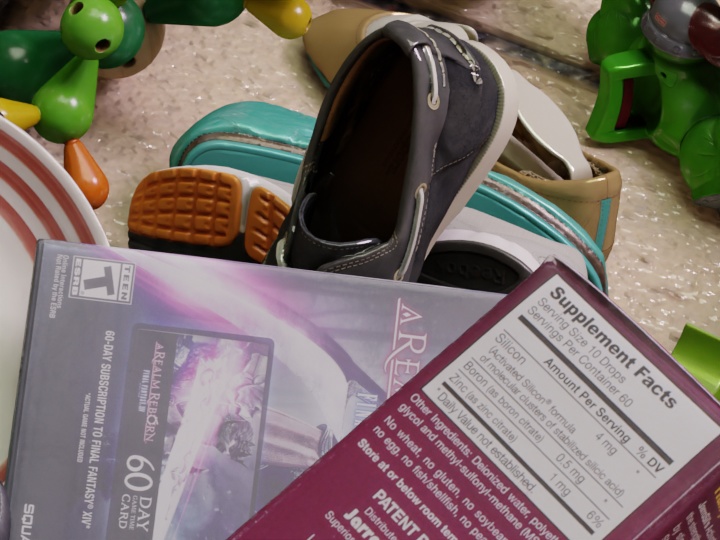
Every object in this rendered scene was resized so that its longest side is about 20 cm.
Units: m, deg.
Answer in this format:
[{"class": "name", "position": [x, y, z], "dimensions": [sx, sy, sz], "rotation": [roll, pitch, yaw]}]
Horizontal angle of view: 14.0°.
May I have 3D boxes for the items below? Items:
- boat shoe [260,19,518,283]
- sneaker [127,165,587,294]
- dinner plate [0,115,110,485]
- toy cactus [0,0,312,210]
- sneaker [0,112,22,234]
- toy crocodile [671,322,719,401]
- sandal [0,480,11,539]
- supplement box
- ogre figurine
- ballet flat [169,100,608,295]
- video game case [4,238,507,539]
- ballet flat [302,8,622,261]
[{"class": "boat shoe", "position": [-0.013, -0.003, 1.122], "dimensions": [0.072, 0.201, 0.068], "rotation": [32, 11, 27]}, {"class": "sneaker", "position": [0.000, 0.000, 1.209], "dimensions": [0.199, 0.076, 0.092], "rotation": [16, 15, 23]}, {"class": "dinner plate", "position": [-0.187, 0.025, 1.092], "dimensions": [0.199, 0.024, 0.201], "rotation": [3, 73, -11]}, {"class": "toy cactus", "position": [-0.101, -0.099, 1.266], "dimensions": [0.102, 0.200, 0.165], "rotation": [57, 1, -6]}, {"class": "sneaker", "position": [-0.181, -0.054, 1.151], "dimensions": [0.200, 0.078, 0.066], "rotation": [56, 0, -8]}, {"class": "toy crocodile", "position": [0.083, 0.067, 1.157], "dimensions": [0.200, 0.062, 0.067], "rotation": [-10, 33, -44]}, {"class": "sandal", "position": [-0.146, 0.122, 1.006], "dimensions": [0.043, 0.076, 0.201], "rotation": [7, 56, -9]}, {"class": "supplement box", "position": [0.034, 0.114, 0.976], "dimensions": [0.200, 0.131, 0.103], "rotation": [-40, 60, -9]}, {"class": "ogre figurine", "position": [0.160, -0.112, 1.377], "dimensions": [0.098, 0.120, 0.200], "rotation": [-19, 53, -43]}, {"class": "ballet flat", "position": [0.016, -0.031, 1.269], "dimensions": [0.199, 0.068, 0.070], "rotation": [17, 25, -4]}, {"class": "video game case", "position": [-0.028, 0.071, 1.069], "dimensions": [0.199, 0.019, 0.143], "rotation": [7, 81, 0]}, {"class": "ballet flat", "position": [0.051, -0.077, 1.337], "dimensions": [0.069, 0.063, 0.200], "rotation": [-21, 52, -39]}]
